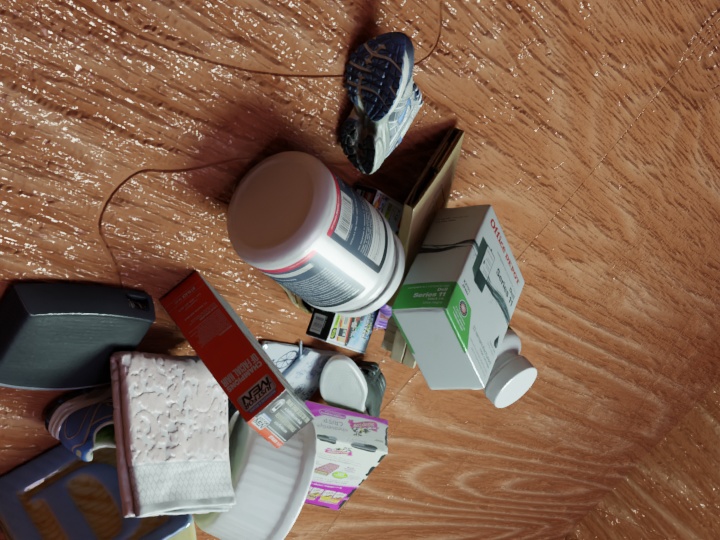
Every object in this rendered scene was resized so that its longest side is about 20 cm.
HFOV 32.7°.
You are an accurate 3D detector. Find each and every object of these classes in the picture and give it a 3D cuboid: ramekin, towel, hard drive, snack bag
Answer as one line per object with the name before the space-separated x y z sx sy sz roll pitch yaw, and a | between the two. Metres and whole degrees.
ramekin | -0.148 0.278 1.663 0.097 0.201 0.201 25 115 -20
towel | -0.217 0.193 1.453 0.032 0.192 0.200 -12 168 27
hard drive | -0.325 0.077 1.360 0.200 0.042 0.135 7 125 -54
snack bag | -0.132 0.176 1.757 0.189 0.021 0.200 -50 151 14

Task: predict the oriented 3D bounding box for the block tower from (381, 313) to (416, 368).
block tower | 0.090 0.042 1.658 0.200 0.054 0.058 -55 164 -48

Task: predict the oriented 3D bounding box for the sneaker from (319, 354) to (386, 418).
sneaker | -0.011 0.162 1.831 0.070 0.100 0.200 -1 141 15

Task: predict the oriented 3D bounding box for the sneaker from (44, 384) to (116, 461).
sneaker | -0.284 0.176 1.510 0.199 0.077 0.076 -24 145 -35

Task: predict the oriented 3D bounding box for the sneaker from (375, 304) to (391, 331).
sneaker | 0.028 0.049 1.732 0.083 0.081 0.200 -28 147 11

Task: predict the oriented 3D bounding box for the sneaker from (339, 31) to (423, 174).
sneaker | 0.031 -0.204 1.405 0.085 0.077 0.200 -36 160 -32

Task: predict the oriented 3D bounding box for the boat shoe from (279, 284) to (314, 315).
boat shoe | -0.055 0.032 1.608 0.074 0.066 0.200 -44 151 5

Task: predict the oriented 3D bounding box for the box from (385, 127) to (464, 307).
box | 0.084 -0.067 1.617 0.201 0.021 0.164 99 17 -49

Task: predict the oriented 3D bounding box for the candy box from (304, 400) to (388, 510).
candy box | -0.057 0.282 1.850 0.136 0.061 0.200 16 140 -17

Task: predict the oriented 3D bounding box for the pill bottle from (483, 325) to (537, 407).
pill bottle | 0.172 0.108 1.852 0.111 0.200 0.111 -30 150 -20

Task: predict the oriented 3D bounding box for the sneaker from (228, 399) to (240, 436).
sneaker | -0.184 0.178 1.647 0.200 0.074 0.079 -52 179 31

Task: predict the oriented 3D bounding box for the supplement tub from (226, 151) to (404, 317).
supplement tub | -0.048 -0.037 1.421 0.140 0.140 0.200 -45 142 6

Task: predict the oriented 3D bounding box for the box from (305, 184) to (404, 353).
box | 0.000 0.000 1.576 0.110 0.035 0.201 23 84 -60

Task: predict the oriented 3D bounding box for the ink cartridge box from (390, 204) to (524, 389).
ink cartridge box | 0.129 0.032 1.576 0.147 0.083 0.200 61 39 -34

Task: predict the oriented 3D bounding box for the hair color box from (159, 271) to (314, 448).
hair color box | -0.147 0.106 1.456 0.064 0.200 0.111 -40 151 -3

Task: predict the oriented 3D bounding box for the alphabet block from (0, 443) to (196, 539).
alphabet block | -0.332 0.343 1.559 0.196 0.196 0.200 -27 149 -22
